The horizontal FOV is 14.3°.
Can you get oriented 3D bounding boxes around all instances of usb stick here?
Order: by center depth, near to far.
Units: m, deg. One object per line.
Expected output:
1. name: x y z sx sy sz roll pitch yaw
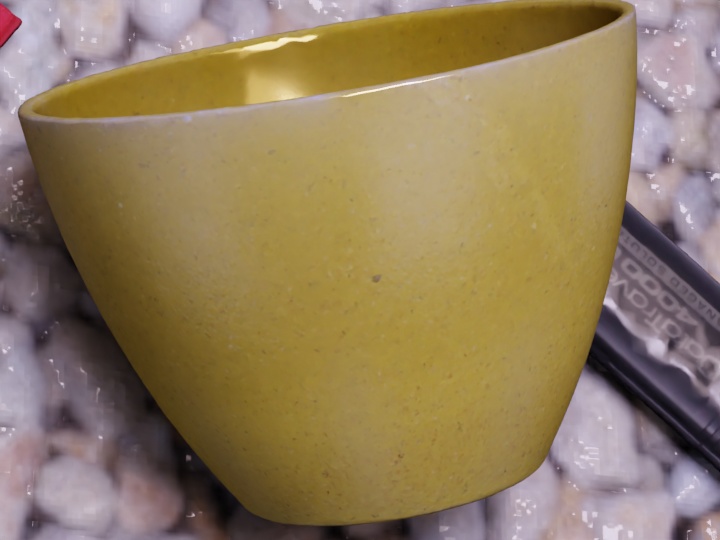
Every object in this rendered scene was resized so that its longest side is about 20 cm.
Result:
1. usb stick: 0.105 0.017 1.031 0.200 0.033 0.056 42 68 -1

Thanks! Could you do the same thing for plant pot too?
1. plant pot: 0.000 0.000 0.924 0.199 0.200 0.143 -14 101 -25

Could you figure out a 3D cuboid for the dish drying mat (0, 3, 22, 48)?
1. dish drying mat: -0.215 -0.117 0.970 0.200 0.018 0.077 37 61 -5
